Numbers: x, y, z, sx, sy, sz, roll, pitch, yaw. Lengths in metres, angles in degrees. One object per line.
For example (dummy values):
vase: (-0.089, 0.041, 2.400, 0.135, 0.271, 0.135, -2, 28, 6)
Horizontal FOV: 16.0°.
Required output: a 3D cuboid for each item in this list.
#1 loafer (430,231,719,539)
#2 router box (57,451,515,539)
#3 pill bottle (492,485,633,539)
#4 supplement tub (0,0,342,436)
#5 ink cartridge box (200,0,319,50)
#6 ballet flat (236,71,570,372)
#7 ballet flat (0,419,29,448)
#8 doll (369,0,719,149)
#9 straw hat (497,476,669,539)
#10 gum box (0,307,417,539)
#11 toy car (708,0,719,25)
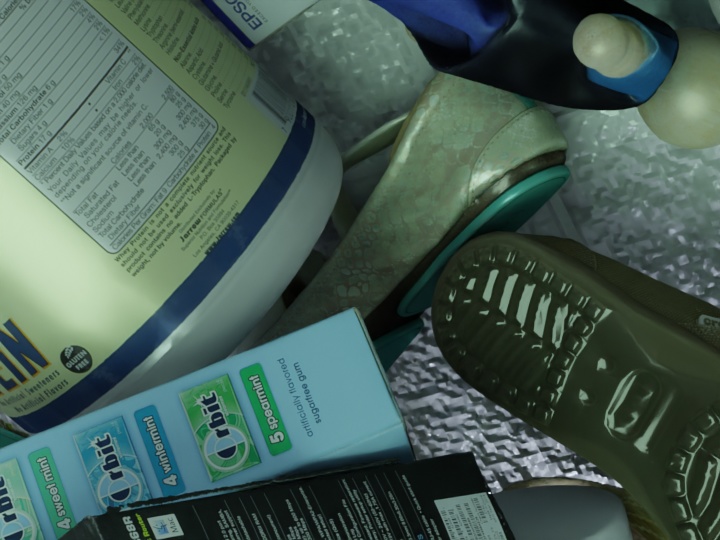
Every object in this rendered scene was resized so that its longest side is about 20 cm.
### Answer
loafer: (0.118, 0.049, 0.848, 0.200, 0.067, 0.076, 40, 118, 10)
router box: (-0.064, 0.130, 0.810, 0.200, 0.150, 0.062, -39, 66, 43)
pill bottle: (0.069, 0.180, 0.873, 0.111, 0.111, 0.200, -8, 102, 20)
supplement tub: (-0.121, -0.051, 0.846, 0.200, 0.145, 0.145, 42, 123, -15)
ink cartridge box: (0.007, -0.159, 0.807, 0.200, 0.037, 0.095, -34, 111, 28)
ballet flat: (0.000, 0.000, 0.913, 0.062, 0.067, 0.200, 51, 122, 14)
ballet flat: (-0.098, 0.132, 1.018, 0.200, 0.076, 0.064, 37, 158, -5)
doll: (0.041, -0.080, 0.784, 0.200, 0.136, 0.048, 22, 89, -29)
straw hat: (0.123, 0.157, 0.954, 0.201, 0.085, 0.201, 19, 120, 37)
gum box: (-0.078, 0.088, 0.849, 0.200, 0.045, 0.170, -22, 163, -1)
toy car: (0.150, -0.131, 0.717, 0.200, 0.175, 0.150, 21, 89, -34)
